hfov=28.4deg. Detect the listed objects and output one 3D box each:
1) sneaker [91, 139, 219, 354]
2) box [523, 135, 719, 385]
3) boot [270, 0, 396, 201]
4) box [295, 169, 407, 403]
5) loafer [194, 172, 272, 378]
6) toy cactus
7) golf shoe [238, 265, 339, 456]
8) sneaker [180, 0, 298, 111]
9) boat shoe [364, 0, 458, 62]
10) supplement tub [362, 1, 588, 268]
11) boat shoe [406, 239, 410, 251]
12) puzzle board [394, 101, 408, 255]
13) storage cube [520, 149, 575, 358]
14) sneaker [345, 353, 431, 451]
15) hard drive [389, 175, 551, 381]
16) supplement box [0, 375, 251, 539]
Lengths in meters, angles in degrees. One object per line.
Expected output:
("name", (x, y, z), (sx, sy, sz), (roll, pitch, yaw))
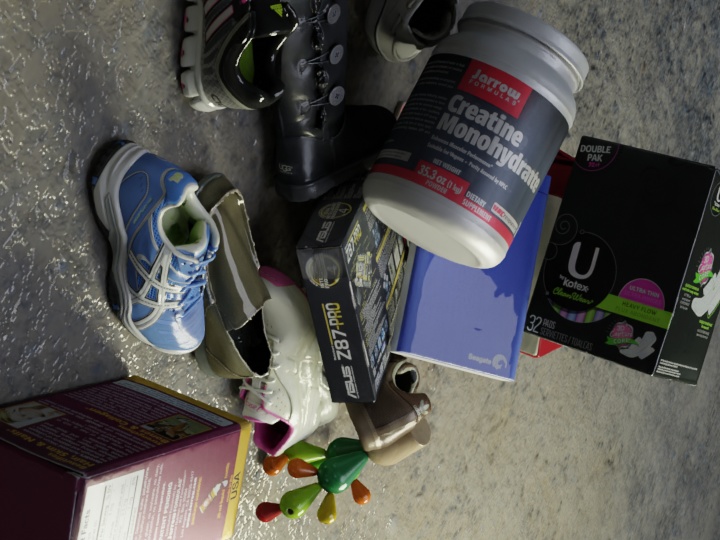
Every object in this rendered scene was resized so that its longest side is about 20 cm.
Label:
("sneaker", (-0.150, -0.005, 1.109), (0.076, 0.076, 0.201), (-52, 146, -35))
("box", (0.270, -0.009, 1.377), (0.124, 0.148, 0.202), (16, 92, -57))
("boot", (-0.024, -0.183, 1.251), (0.165, 0.065, 0.202), (-40, 134, -46))
("box", (0.000, 0.000, 1.308), (0.200, 0.049, 0.162), (-68, 153, -56))
("loafer", (-0.105, 0.010, 1.201), (0.075, 0.069, 0.201), (-44, 140, -40))
("toy cactus", (0.000, 0.185, 1.392), (0.199, 0.164, 0.103), (-22, 89, -51))
("golf shoe", (-0.074, 0.088, 1.299), (0.091, 0.075, 0.201), (-43, 137, -32))
("sneaker", (-0.088, -0.213, 1.090), (0.074, 0.087, 0.202), (-27, 128, -51))
("boat shoe", (0.055, -0.232, 1.274), (0.072, 0.066, 0.200), (-25, 164, -20))
("supplement tub", (0.102, -0.117, 1.247), (0.201, 0.140, 0.140), (-62, 150, -8))
("boat shoe", (0.084, 0.005, 1.397), (0.068, 0.071, 0.202), (-82, 161, -63))
("puzzle board", (0.040, -0.054, 1.471), (0.151, 0.017, 0.202), (34, 76, -60))
("storage cube", (0.170, -0.027, 1.515), (0.179, 0.170, 0.202), (-17, 120, -54))
("sneaker", (0.020, 0.109, 1.359), (0.200, 0.075, 0.071), (-112, -178, -66))
("hard drive", (0.106, -0.008, 1.341), (0.131, 0.025, 0.202), (15, 81, -27))
("supplement box", (-0.194, 0.158, 1.069), (0.199, 0.130, 0.104), (-9, 114, -57))
